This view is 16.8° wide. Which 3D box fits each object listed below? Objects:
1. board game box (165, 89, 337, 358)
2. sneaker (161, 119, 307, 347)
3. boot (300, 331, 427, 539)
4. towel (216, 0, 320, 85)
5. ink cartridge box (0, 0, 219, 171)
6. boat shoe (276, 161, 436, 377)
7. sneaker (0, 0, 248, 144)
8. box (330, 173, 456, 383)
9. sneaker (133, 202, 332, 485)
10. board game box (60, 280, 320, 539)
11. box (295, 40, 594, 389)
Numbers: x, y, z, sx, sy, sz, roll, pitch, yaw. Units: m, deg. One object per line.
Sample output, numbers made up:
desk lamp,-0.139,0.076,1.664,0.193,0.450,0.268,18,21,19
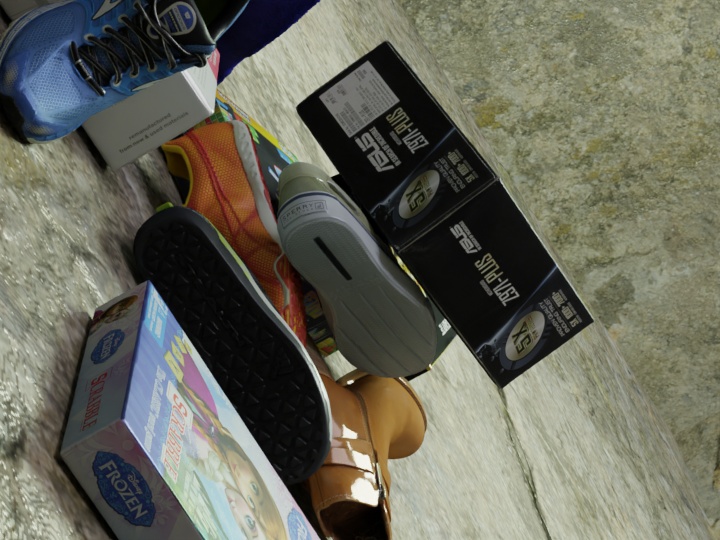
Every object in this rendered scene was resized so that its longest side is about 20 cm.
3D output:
board game box,-0.071,-0.035,1.833,0.165,0.057,0.200,64,10,20
sneaker,-0.085,-0.011,1.652,0.073,0.077,0.200,76,-7,-55
boot,-0.001,0.134,1.683,0.200,0.074,0.155,31,28,-48
towel,-0.110,-0.221,1.793,0.050,0.200,0.148,-25,85,-42
ink cartridge box,-0.179,-0.186,1.617,0.200,0.083,0.147,57,11,-18
boat shoe,0.000,0.000,1.644,0.200,0.072,0.062,59,17,-49
sneaker,-0.142,-0.145,1.482,0.200,0.089,0.079,-40,108,-38
box,0.010,0.002,1.854,0.160,0.049,0.200,60,10,-1
sneaker,-0.074,0.041,1.559,0.200,0.072,0.083,62,7,3
board game box,-0.087,0.128,1.337,0.200,0.041,0.200,58,10,-19
box,0.057,-0.041,1.720,0.164,0.086,0.200,52,2,-41
